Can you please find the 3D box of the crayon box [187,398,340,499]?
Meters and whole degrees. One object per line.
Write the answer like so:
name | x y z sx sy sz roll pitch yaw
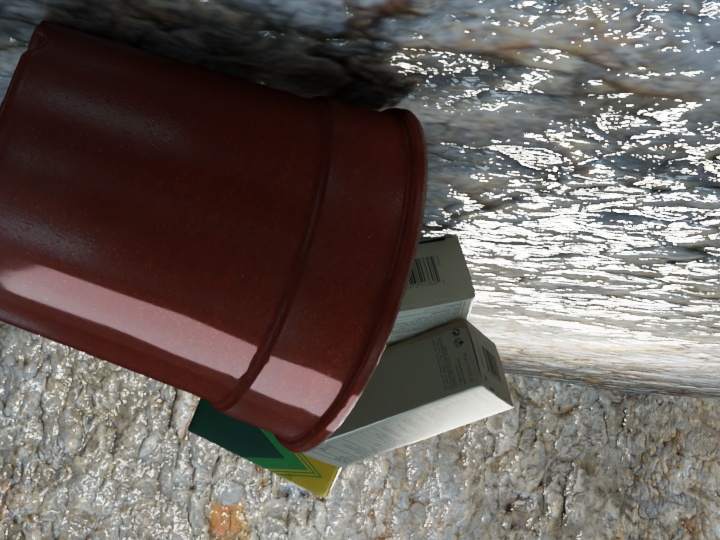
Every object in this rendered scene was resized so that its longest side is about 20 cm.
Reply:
crayon box | -0.082 0.160 1.094 0.172 0.058 0.200 27 -156 4

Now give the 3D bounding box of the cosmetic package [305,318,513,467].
cosmetic package | 0.039 0.126 0.919 0.199 0.073 0.104 -21 152 17

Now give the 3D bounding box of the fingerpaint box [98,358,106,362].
fingerpaint box | -0.316 0.037 1.190 0.167 0.073 0.200 36 -172 16

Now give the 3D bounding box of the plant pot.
plant pot | -0.097 -0.025 0.493 0.195 0.201 0.201 18 169 -18

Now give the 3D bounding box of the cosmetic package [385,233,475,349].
cosmetic package | 0.047 0.048 0.933 0.105 0.071 0.200 -9 153 -8
